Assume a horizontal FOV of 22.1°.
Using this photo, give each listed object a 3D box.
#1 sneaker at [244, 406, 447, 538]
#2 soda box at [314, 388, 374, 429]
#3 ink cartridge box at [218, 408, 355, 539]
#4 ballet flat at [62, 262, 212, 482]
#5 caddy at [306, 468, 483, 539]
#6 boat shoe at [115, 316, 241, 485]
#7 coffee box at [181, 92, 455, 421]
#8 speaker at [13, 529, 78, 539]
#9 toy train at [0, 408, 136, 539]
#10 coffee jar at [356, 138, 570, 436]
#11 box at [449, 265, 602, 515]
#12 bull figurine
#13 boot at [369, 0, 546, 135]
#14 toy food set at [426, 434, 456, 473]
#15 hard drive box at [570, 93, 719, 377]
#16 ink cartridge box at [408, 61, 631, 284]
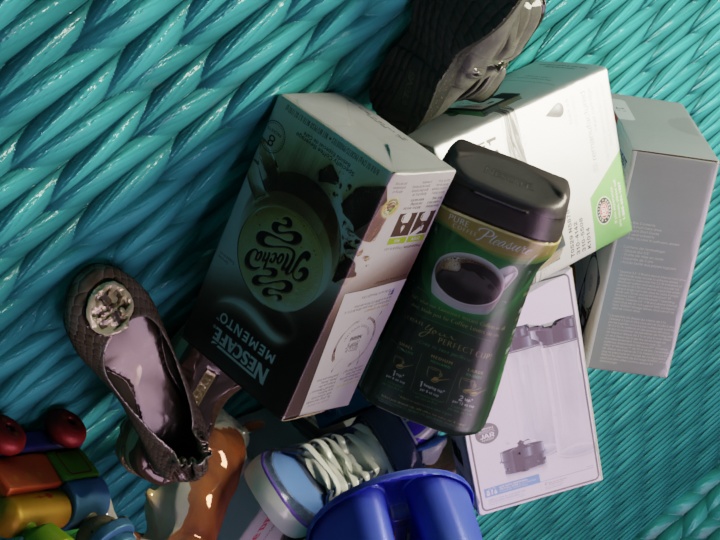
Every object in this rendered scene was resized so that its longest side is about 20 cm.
[{"bbox_3d":[-0.001,0.150,1.532,0.146,0.081,0.200,-38,163,12],"label":"sneaker"},{"bbox_3d":[0.047,0.074,1.638,0.199,0.068,0.064,-19,171,-23],"label":"soda box"},{"bbox_3d":[-0.069,0.192,1.712,0.200,0.084,0.145,-15,147,-49],"label":"ink cartridge box"},{"bbox_3d":[-0.150,0.078,1.297,0.067,0.046,0.200,-36,129,-21],"label":"ballet flat"},{"bbox_3d":[0.027,0.236,1.502,0.141,0.105,0.200,-9,143,-12],"label":"caddy"},{"bbox_3d":[-0.125,0.066,1.409,0.072,0.076,0.200,46,73,-30],"label":"boat shoe"},{"bbox_3d":[-0.032,-0.010,1.293,0.080,0.113,0.200,-8,128,-53],"label":"coffee box"},{"bbox_3d":[-0.202,0.277,1.465,0.088,0.200,0.088,-27,164,-9],"label":"speaker"},{"bbox_3d":[-0.250,0.169,1.307,0.085,0.116,0.200,-50,158,19],"label":"toy train"},{"bbox_3d":[0.075,0.011,1.325,0.085,0.104,0.201,-66,177,-71],"label":"coffee jar"},{"bbox_3d":[0.126,0.090,1.525,0.116,0.060,0.201,-14,112,-8],"label":"box"},{"bbox_3d":[-0.144,0.171,1.483,0.065,0.200,0.121,-21,133,36],"label":"bull figurine"},{"bbox_3d":[0.092,-0.186,1.317,0.131,0.068,0.200,-29,162,-47],"label":"boot"},{"bbox_3d":[0.034,0.217,1.673,0.200,0.049,0.198,-37,-179,-17],"label":"toy food set"},{"bbox_3d":[0.238,-0.033,1.593,0.156,0.077,0.201,-96,-165,-68],"label":"hard drive box"},{"bbox_3d":[0.109,-0.064,1.443,0.200,0.084,0.147,-27,115,-36],"label":"ink cartridge box"}]
